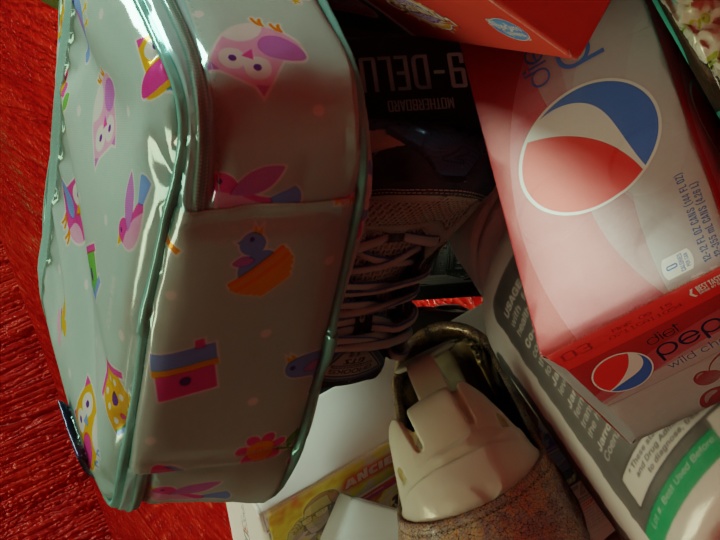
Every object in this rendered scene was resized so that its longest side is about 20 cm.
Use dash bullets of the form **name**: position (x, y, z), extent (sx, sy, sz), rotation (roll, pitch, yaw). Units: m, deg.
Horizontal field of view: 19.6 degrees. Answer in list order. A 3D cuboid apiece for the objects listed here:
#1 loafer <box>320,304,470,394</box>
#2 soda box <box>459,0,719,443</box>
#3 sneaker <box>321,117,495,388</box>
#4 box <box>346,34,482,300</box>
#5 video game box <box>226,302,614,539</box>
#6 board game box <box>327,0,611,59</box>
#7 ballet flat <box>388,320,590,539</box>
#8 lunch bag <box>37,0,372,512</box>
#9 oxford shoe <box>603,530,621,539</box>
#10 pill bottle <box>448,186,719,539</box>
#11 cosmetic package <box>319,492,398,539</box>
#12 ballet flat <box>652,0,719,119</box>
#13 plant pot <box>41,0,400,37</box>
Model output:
- **loafer**: position (0.011, 0.048, 0.962), extent (0.063, 0.200, 0.072), rotation (23, 108, 40)
- **soda box**: position (0.081, -0.048, 0.684), extent (0.063, 0.070, 0.200), rotation (42, -153, -44)
- **sneaker**: position (0.000, 0.000, 0.767), extent (0.200, 0.077, 0.085), rotation (146, 124, -66)
- **box**: position (0.012, -0.039, 0.897), extent (0.200, 0.157, 0.050), rotation (114, 150, -68)
- **video game box**: position (0.037, 0.102, 0.933), extent (0.047, 0.200, 0.182), rotation (47, 155, 34)
- **board game box**: position (0.048, -0.148, 0.666), extent (0.040, 0.153, 0.200), rotation (31, 177, -22)
- **ballet flat**: position (0.035, 0.067, 0.750), extent (0.200, 0.068, 0.067), rotation (-107, -9, -75)
- **lunch bag**: position (-0.065, -0.024, 0.726), extent (0.161, 0.077, 0.200), rotation (-118, 32, -43)
- **oxford shoe**: position (0.145, 0.123, 0.855), extent (0.074, 0.071, 0.200), rotation (57, 162, 23)
- **pill bottle**: position (0.112, 0.026, 0.735), extent (0.200, 0.113, 0.113), rotation (-123, 18, -44)
- **cosmetic package**: position (0.095, 0.158, 0.834), extent (0.200, 0.052, 0.151), rotation (32, 168, -34)
- **ballet flat**: position (0.135, -0.064, 0.637), extent (0.200, 0.064, 0.076), rotation (64, -159, 11)
- **plant pot**: position (-0.046, -0.151, 0.870), extent (0.190, 0.200, 0.200), rotation (41, -171, -48)
